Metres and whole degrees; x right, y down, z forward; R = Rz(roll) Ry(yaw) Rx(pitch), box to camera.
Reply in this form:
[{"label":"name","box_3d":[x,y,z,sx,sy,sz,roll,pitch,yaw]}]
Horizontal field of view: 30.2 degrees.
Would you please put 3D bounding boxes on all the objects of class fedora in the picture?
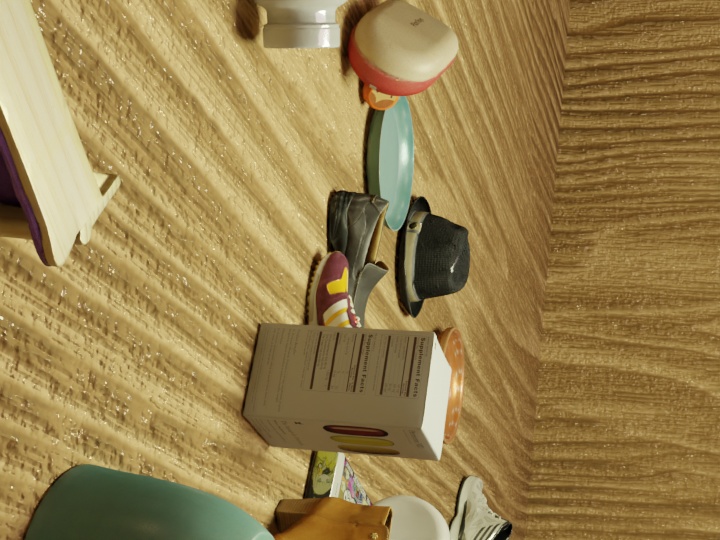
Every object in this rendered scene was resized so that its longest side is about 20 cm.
[{"label":"fedora","box_3d":[0.123,-0.020,2.098,0.200,0.091,0.203,3,90,-74]}]

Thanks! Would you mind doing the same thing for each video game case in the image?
[{"label":"video game case","box_3d":[-0.035,0.345,1.701,0.201,0.035,0.183,67,31,-57]}]

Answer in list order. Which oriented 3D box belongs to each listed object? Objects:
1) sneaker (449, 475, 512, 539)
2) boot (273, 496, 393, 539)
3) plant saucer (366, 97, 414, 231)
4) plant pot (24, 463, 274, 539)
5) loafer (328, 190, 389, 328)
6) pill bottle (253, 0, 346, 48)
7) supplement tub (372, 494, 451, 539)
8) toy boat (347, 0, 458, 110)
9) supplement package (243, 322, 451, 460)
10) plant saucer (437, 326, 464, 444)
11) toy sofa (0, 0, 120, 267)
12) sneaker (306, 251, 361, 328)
[{"label":"sneaker","box_3d":[0.238,0.473,2.544,0.201,0.114,0.076,-66,153,-53]},{"label":"boot","box_3d":[-0.042,0.324,1.476,0.202,0.142,0.071,-66,153,-52]},{"label":"plant saucer","box_3d":[0.041,-0.158,1.913,0.200,0.027,0.203,2,90,-74]},{"label":"plant pot","box_3d":[-0.154,0.260,1.043,0.200,0.159,0.203,3,90,-73]},{"label":"loafer","box_3d":[0.000,0.000,1.706,0.073,0.071,0.202,-42,133,-70]},{"label":"pill bottle","box_3d":[-0.062,-0.330,1.364,0.112,0.111,0.202,-33,124,-71]},{"label":"supplement tub","box_3d":[0.067,0.427,1.879,0.201,0.143,0.145,75,24,-47]},{"label":"toy boat","box_3d":[0.044,-0.274,1.785,0.132,0.130,0.200,-62,175,25]},{"label":"supplement package","box_3d":[-0.011,0.132,1.456,0.114,0.198,0.111,60,35,-61]},{"label":"plant saucer","box_3d":[0.143,0.198,2.310,0.200,0.037,0.203,3,90,-74]},{"label":"toy sofa","box_3d":[-0.232,-0.102,0.852,0.201,0.082,0.098,78,27,-42]},{"label":"sneaker","box_3d":[-0.019,0.074,1.617,0.075,0.089,0.202,56,40,-64]}]
